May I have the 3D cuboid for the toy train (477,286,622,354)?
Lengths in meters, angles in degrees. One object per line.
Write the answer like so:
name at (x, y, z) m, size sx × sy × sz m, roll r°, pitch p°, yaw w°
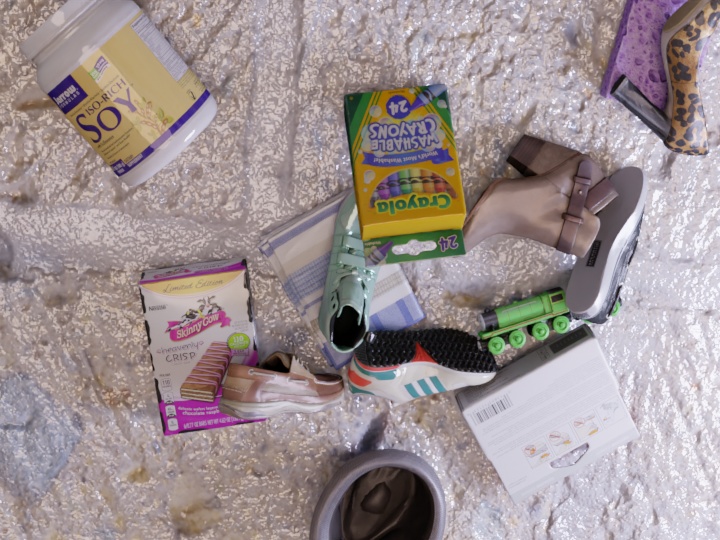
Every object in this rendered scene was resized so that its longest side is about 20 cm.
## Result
toy train at (0.239, 0.054, 1.598) m, size 0.197 × 0.042 × 0.057 m, roll -17°, pitch 97°, yaw -6°

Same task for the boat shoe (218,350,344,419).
boat shoe at (-0.090, 0.136, 1.537) m, size 0.075 × 0.198 × 0.073 m, roll 5°, pitch 94°, yaw 38°

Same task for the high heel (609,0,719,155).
high heel at (0.411, -0.238, 1.485) m, size 0.142 × 0.072 × 0.200 m, roll 37°, pitch 116°, yaw -8°

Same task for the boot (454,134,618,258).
boot at (0.217, -0.064, 1.537) m, size 0.145 × 0.070 × 0.201 m, roll 35°, pitch 90°, yaw 3°

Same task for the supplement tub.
supplement tub at (-0.274, -0.215, 1.422) m, size 0.145 × 0.146 × 0.201 m, roll -39°, pitch 106°, yaw 6°

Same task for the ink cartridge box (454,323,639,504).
ink cartridge box at (0.247, 0.189, 1.642) m, size 0.198 × 0.044 × 0.175 m, roll -29°, pitch 118°, yaw 3°

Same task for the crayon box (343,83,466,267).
crayon box at (0.053, -0.114, 1.478) m, size 0.123 × 0.052 × 0.204 m, roll -7°, pitch 73°, yaw -4°

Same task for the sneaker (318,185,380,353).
sneaker at (0.000, 0.000, 1.502) m, size 0.072 × 0.118 × 0.204 m, roll 11°, pitch 103°, yaw -10°

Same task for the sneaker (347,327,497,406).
sneaker at (0.075, 0.129, 1.605) m, size 0.196 × 0.071 × 0.094 m, roll 3°, pitch 137°, yaw -19°

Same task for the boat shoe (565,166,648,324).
boat shoe at (0.313, -0.030, 1.566) m, size 0.056 × 0.068 × 0.203 m, roll 28°, pitch 82°, yaw -42°

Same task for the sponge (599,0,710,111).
sponge at (0.372, -0.297, 1.522) m, size 0.110 × 0.030 × 0.203 m, roll 12°, pitch 105°, yaw -9°

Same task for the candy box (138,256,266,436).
candy box at (-0.194, 0.095, 1.562) m, size 0.134 × 0.061 × 0.204 m, roll -8°, pitch 106°, yaw -3°

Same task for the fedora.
fedora at (0.019, 0.318, 1.631) m, size 0.174 × 0.090 × 0.203 m, roll 18°, pitch 97°, yaw -12°

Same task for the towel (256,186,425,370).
towel at (-0.023, 0.011, 1.575) m, size 0.145 × 0.024 × 0.202 m, roll -30°, pitch 108°, yaw 1°
